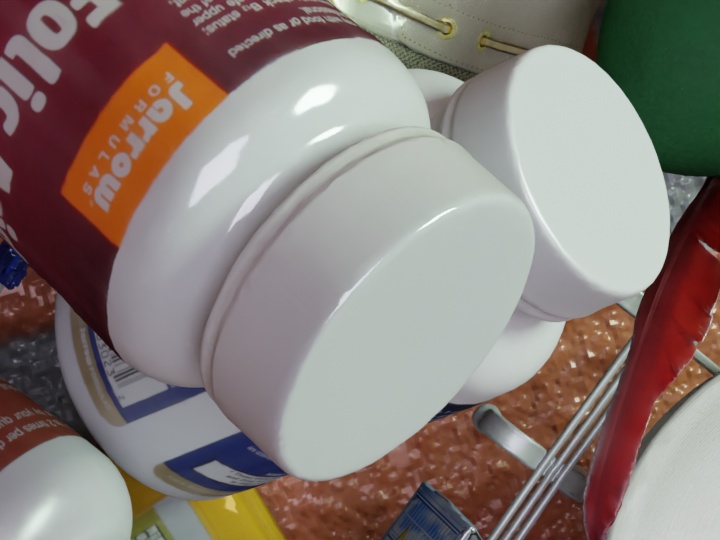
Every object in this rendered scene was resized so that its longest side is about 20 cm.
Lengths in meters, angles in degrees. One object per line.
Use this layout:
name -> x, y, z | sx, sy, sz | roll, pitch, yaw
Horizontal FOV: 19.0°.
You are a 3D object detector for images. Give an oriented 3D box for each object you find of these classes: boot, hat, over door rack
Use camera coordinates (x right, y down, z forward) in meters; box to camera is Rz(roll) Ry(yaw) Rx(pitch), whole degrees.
boot -> 0.018, -0.130, 0.759 | 0.199, 0.072, 0.156 | 26, 91, -34
hat -> 0.096, -0.054, 0.759 | 0.176, 0.200, 0.166 | -38, 106, 17
over door rack -> 0.112, 0.105, 0.834 | 0.199, 0.067, 0.148 | 36, 90, -27

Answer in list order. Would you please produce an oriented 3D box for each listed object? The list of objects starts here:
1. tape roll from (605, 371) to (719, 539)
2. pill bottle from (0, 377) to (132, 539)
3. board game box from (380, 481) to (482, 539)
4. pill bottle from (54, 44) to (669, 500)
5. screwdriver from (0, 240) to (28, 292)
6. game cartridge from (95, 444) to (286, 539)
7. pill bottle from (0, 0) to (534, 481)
tape roll -> 0.179, 0.121, 0.755 | 0.201, 0.037, 0.205 | 0, 81, -2
pill bottle -> -0.149, 0.082, 0.713 | 0.199, 0.112, 0.113 | 33, 91, 18
board game box -> 0.013, 0.188, 0.743 | 0.198, 0.062, 0.202 | -21, 104, -12
pill bottle -> 0.000, 0.000, 0.718 | 0.199, 0.111, 0.112 | -23, 105, 38
screwdriver -> -0.132, 0.018, 0.767 | 0.029, 0.028, 0.201 | 31, 110, 9
game cartridge -> -0.086, 0.175, 0.819 | 0.176, 0.032, 0.201 | -32, 101, -4
pill bottle -> -0.053, -0.039, 0.614 | 0.200, 0.114, 0.114 | 41, 89, 27
